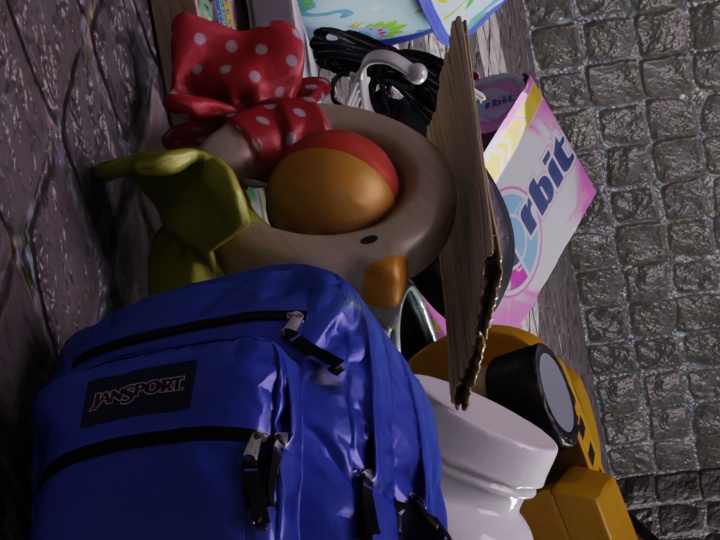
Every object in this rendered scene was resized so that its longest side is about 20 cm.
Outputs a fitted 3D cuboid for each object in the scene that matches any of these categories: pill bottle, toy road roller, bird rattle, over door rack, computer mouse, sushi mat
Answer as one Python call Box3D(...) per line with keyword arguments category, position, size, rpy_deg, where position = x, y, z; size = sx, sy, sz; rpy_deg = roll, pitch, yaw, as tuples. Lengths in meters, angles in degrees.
Box3D(category="pill bottle", position=(0.017, 0.157, 1.034), size=(0.201, 0.108, 0.109), rpy_deg=(-65, 173, 7))
Box3D(category="toy road roller", position=(0.085, 0.127, 1.146), size=(0.201, 0.123, 0.146), rpy_deg=(70, 20, 0))
Box3D(category="bird rattle", position=(-0.035, -0.036, 1.005), size=(0.200, 0.162, 0.113), rpy_deg=(-59, 160, -57))
Box3D(category="over door rack", position=(0.000, 0.000, 1.170), size=(0.200, 0.066, 0.148), rpy_deg=(98, 10, -48))
Box3D(category="computer mouse", position=(0.049, -0.057, 1.268), size=(0.138, 0.053, 0.200), rpy_deg=(25, -38, 49))
Box3D(category="sushi mat", position=(0.048, -0.032, 1.031), size=(0.200, 0.012, 0.096), rpy_deg=(-94, -168, -51))

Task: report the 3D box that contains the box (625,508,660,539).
Box3D(category="box", position=(0.148, 0.206, 1.233), size=(0.200, 0.046, 0.159), rpy_deg=(42, -28, 46))

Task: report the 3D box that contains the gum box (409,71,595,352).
Box3D(category="gum box", position=(0.076, -0.030, 1.431), size=(0.200, 0.066, 0.114), rpy_deg=(-58, 133, -30))

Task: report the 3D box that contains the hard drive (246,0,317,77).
Box3D(category="hard drive", position=(-0.038, -0.090, 1.256), size=(0.200, 0.027, 0.132), rpy_deg=(73, 9, -80))

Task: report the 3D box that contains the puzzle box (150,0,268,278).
Box3D(category="puzzle box", position=(-0.071, -0.061, 1.169), size=(0.133, 0.025, 0.201), rpy_deg=(-63, 144, -74))

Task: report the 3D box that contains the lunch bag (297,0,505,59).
Box3D(category="lunch bag", position=(0.025, -0.216, 1.308), size=(0.170, 0.199, 0.128), rpy_deg=(52, 27, -71))

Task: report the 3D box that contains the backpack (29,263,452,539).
Box3D(category="backpack", position=(-0.045, 0.093, 0.815), size=(0.168, 0.162, 0.201), rpy_deg=(66, 20, -50))

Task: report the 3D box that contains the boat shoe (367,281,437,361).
Box3D(category="boat shoe", position=(0.030, 0.076, 1.356), size=(0.070, 0.071, 0.201), rpy_deg=(-64, 147, -33))
